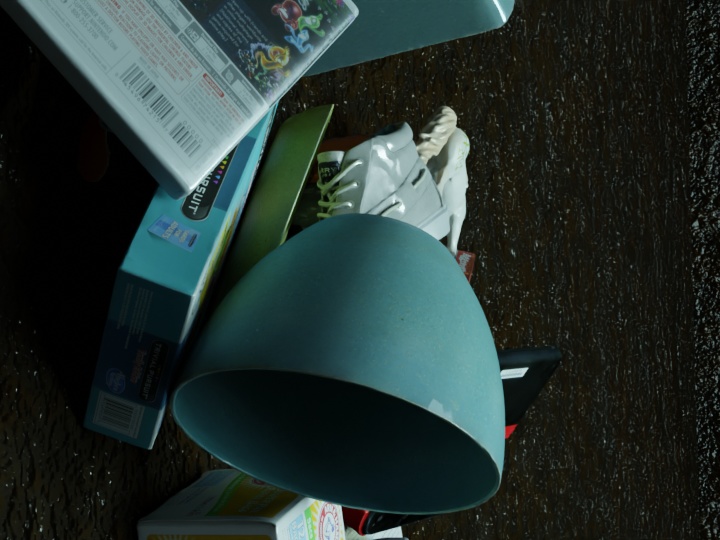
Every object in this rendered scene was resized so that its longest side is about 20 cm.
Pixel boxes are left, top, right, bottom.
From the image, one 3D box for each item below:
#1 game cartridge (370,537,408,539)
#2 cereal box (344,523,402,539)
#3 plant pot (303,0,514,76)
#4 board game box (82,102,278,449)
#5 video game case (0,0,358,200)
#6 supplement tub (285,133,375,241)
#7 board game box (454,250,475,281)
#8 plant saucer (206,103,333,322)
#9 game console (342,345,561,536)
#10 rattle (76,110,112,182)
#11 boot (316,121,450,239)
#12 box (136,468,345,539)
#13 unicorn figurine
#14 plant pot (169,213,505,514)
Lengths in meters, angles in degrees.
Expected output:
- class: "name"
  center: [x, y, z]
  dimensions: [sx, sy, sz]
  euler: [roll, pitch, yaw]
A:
- class: "game cartridge"
  center: [0.024, 0.274, 1.192]
  dimensions: [0.200, 0.041, 0.134]
  euler: [-61, 150, -85]
- class: "cereal box"
  center: [-0.007, 0.217, 1.306]
  dimensions: [0.144, 0.039, 0.201]
  euler: [-39, 124, -66]
- class: "plant pot"
  center: [0.003, -0.302, 1.217]
  dimensions: [0.200, 0.195, 0.197]
  euler: [57, 35, -38]
- class: "board game box"
  center: [-0.106, -0.015, 0.970]
  dimensions: [0.151, 0.047, 0.201]
  euler: [112, -3, -47]
- class: "video game case"
  center: [-0.115, -0.171, 0.906]
  dimensions: [0.200, 0.023, 0.182]
  euler: [49, 56, -14]
- class: "supplement tub"
  center: [0.000, 0.000, 1.242]
  dimensions: [0.123, 0.122, 0.201]
  euler: [-39, 124, -65]
- class: "board game box"
  center: [0.066, 0.093, 1.372]
  dimensions: [0.103, 0.019, 0.201]
  euler: [-69, 171, -67]
- class: "plant saucer"
  center: [-0.067, -0.025, 1.089]
  dimensions: [0.200, 0.031, 0.201]
  euler: [-158, -90, -87]
- class: "game console"
  center: [0.073, 0.131, 1.270]
  dimensions: [0.177, 0.031, 0.200]
  euler: [-58, 156, 16]
- class: "rattle"
  center: [-0.144, -0.171, 0.988]
  dimensions: [0.200, 0.130, 0.143]
  euler: [-44, 110, -22]
- class: "boot"
  center: [-0.016, -0.035, 1.102]
  dimensions: [0.200, 0.073, 0.096]
  euler: [-37, 108, -48]
- class: "box"
  center: [-0.068, 0.242, 1.054]
  dimensions: [0.112, 0.101, 0.201]
  euler: [-33, 117, -66]
- class: "unicorn figurine"
  center: [0.064, -0.068, 1.378]
  dimensions: [0.200, 0.074, 0.138]
  euler: [113, -3, -57]
- class: "plant pot"
  center: [0.000, 0.046, 0.957]
  dimensions: [0.200, 0.199, 0.135]
  euler: [57, 42, -52]
